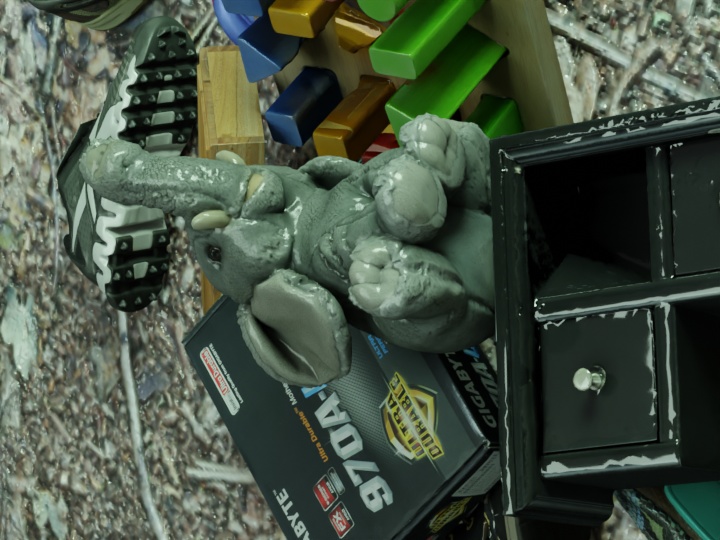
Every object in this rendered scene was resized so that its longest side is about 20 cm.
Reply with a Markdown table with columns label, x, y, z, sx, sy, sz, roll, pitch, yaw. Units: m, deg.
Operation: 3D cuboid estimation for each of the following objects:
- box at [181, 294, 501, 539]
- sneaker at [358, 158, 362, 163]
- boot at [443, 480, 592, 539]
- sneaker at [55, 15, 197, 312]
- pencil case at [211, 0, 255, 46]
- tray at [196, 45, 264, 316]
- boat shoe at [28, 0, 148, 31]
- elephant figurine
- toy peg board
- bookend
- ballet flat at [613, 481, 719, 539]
| label | x | y | z | sx | sy | sz | roll | pitch | yaw |
| --- | --- | --- | --- | --- | --- | --- | --- | --- | --- |
| box | -0.005 | 0.069 | 1.569 | 0.159 | 0.046 | 0.200 | -47 | 58 | 31 |
| sneaker | 0.000 | 0.000 | 1.658 | 0.200 | 0.075 | 0.079 | -58 | 42 | 25 |
| boot | 0.064 | 0.153 | 1.594 | 0.150 | 0.073 | 0.201 | 1 | 102 | 45 |
| sneaker | -0.162 | -0.079 | 1.816 | 0.090 | 0.066 | 0.201 | 28 | 117 | 39 |
| pencil case | -0.006 | -0.174 | 1.627 | 0.200 | 0.078 | 0.087 | -13 | 74 | 47 |
| tray | -0.079 | -0.027 | 1.673 | 0.099 | 0.037 | 0.201 | -100 | 8 | -50 |
| boat shoe | -0.149 | -0.220 | 1.786 | 0.201 | 0.066 | 0.072 | -38 | 67 | 43 |
| elephant figurine | -0.025 | -0.013 | 1.464 | 0.199 | 0.141 | 0.156 | -9 | 93 | 31 |
| toy peg board | -0.004 | -0.131 | 1.524 | 0.198 | 0.098 | 0.201 | 11 | 135 | 33 |
| bookend | 0.173 | 0.021 | 1.393 | 0.198 | 0.092 | 0.201 | -8 | 77 | 35 |
| ballet flat | 0.161 | 0.120 | 1.492 | 0.200 | 0.074 | 0.074 | 55 | 130 | 32 |
